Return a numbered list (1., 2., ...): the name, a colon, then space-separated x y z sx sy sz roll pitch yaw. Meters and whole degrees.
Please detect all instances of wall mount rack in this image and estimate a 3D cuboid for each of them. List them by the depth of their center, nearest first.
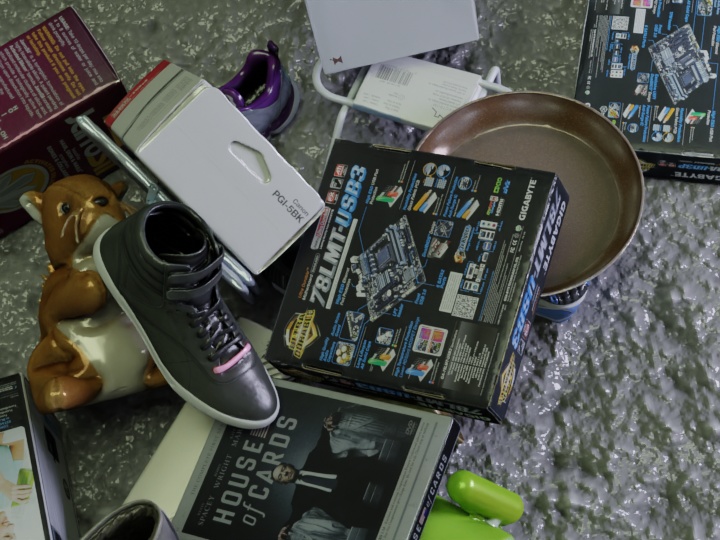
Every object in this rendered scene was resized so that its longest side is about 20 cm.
1. wall mount rack: 0.043 -0.121 1.441 0.200 0.075 0.174 18 65 17

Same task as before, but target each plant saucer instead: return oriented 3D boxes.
1. plant saucer: 0.135 -0.059 1.331 0.200 0.032 0.201 -3 61 5

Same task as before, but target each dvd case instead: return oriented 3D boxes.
1. dvd case: -0.038 0.163 1.227 0.200 0.025 0.151 10 65 28

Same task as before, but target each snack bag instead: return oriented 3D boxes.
1. snack bag: -0.160 -0.048 1.339 0.200 0.189 0.021 44 87 1

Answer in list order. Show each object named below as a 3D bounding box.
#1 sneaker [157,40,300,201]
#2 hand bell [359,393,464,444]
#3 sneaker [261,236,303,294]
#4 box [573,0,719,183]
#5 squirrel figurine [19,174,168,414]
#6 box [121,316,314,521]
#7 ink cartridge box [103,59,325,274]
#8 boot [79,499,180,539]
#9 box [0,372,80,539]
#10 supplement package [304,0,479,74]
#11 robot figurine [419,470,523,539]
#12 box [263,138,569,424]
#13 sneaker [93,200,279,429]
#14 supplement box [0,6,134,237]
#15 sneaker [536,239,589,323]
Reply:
1. sneaker: -0.135 -0.121 1.457 0.074 0.088 0.200 28 72 20
2. hand bell: -0.024 0.157 1.320 0.200 0.104 0.104 -36 64 4
3. sneaker: 0.000 0.000 1.375 0.200 0.091 0.067 18 68 17
4. box: 0.277 -0.181 1.444 0.159 0.046 0.200 6 66 12
5. squirrel figurine: -0.232 0.018 1.344 0.141 0.200 0.187 -13 87 -22
6. box: -0.117 0.146 1.331 0.068 0.082 0.200 24 72 17
7. ink cartridge box: -0.126 -0.090 1.326 0.083 0.200 0.147 -45 109 -3
8. boot: -0.184 0.277 1.209 0.072 0.200 0.182 30 74 18
9. box: -0.274 0.200 1.311 0.060 0.117 0.200 -16 62 -1
10. supplement package: 0.011 -0.320 1.437 0.147 0.192 0.200 -12 39 4
11. robot figurine: 0.061 0.241 1.236 0.200 0.116 0.176 27 86 21
12. box: 0.044 0.004 1.269 0.198 0.050 0.200 10 73 26
13. sneaker: -0.123 0.032 1.219 0.071 0.099 0.200 -38 88 -33
14. supplement box: -0.310 -0.127 1.465 0.200 0.131 0.103 -32 65 -6
15. sneaker: 0.103 -0.012 1.371 0.200 0.077 0.076 32 71 20
